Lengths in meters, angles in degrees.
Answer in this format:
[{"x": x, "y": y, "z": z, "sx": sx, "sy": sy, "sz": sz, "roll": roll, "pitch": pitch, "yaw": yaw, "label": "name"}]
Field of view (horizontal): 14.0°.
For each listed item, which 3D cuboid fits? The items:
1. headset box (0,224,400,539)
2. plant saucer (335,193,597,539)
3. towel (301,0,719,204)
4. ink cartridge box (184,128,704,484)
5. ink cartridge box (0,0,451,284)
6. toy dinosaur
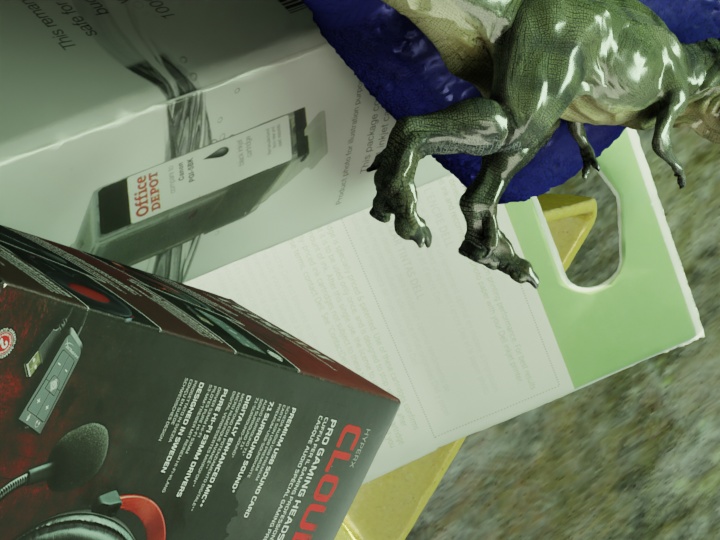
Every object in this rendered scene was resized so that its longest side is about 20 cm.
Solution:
[{"x": -0.086, "y": 0.072, "z": 0.781, "sx": 0.200, "sy": 0.075, "sz": 0.149, "roll": 21, "pitch": 97, "yaw": -55, "label": "headset box"}, {"x": -0.009, "y": 0.050, "z": 1.140, "sx": 0.200, "sy": 0.048, "sz": 0.200, "roll": -13, "pitch": 137, "yaw": -60, "label": "plant saucer"}, {"x": 0.037, "y": -0.119, "z": 0.790, "sx": 0.148, "sy": 0.050, "sz": 0.200, "roll": -42, "pitch": 134, "yaw": 3, "label": "towel"}, {"x": 0.000, "y": 0.000, "z": 0.981, "sx": 0.200, "sy": 0.048, "sz": 0.146, "roll": -25, "pitch": 126, "yaw": -2, "label": "ink cartridge box"}, {"x": -0.082, "y": -0.068, "z": 0.861, "sx": 0.200, "sy": 0.147, "sz": 0.083, "roll": -22, "pitch": 141, "yaw": -30, "label": "ink cartridge box"}, {"x": 0.040, "y": -0.045, "z": 0.782, "sx": 0.200, "sy": 0.047, "sz": 0.088, "roll": 21, "pitch": 96, "yaw": -40, "label": "toy dinosaur"}]
